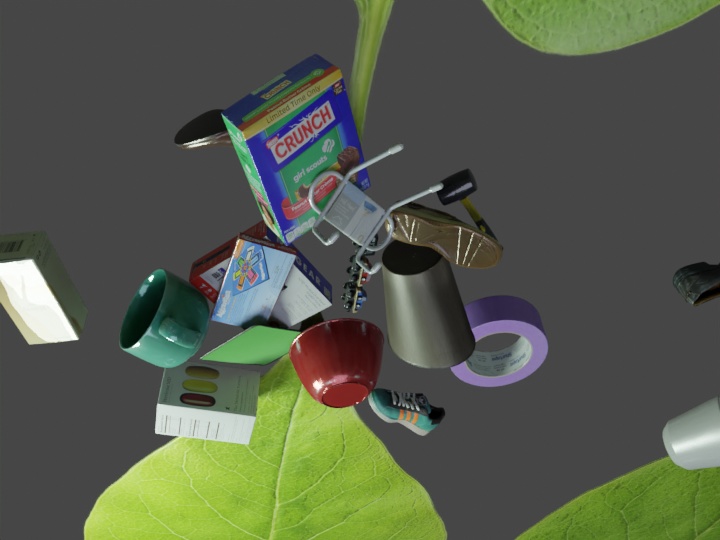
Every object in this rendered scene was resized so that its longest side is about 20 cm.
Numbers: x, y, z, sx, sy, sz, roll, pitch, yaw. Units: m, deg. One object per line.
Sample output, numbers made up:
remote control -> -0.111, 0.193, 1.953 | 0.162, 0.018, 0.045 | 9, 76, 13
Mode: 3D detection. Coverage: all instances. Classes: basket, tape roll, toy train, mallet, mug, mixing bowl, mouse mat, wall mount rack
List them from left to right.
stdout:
mug -> -0.333, 0.101, 1.157 | 0.113, 0.187, 0.152 | 33, 115, -34
mouse mat -> -0.190, 0.145, 1.268 | 0.159, 0.008, 0.198 | -30, 157, 25
mixing bowl -> -0.039, 0.197, 1.294 | 0.194, 0.111, 0.203 | -8, 143, -6
toy train -> 0.000, 0.000, 1.188 | 0.044, 0.035, 0.203 | -3, 134, -18
wall mount rack -> 0.023, -0.095, 0.973 | 0.176, 0.074, 0.199 | -54, 138, 3
basket -> 0.110, 0.049, 1.168 | 0.177, 0.136, 0.204 | 17, 138, 35
mallet -> 0.202, -0.095, 1.108 | 0.065, 0.042, 0.199 | -29, 132, 27
tape roll -> 0.268, 0.143, 1.314 | 0.193, 0.067, 0.204 | -2, 133, -2
mug -> 0.800, 0.396, 1.532 | 0.152, 0.152, 0.186 | -31, 122, 34

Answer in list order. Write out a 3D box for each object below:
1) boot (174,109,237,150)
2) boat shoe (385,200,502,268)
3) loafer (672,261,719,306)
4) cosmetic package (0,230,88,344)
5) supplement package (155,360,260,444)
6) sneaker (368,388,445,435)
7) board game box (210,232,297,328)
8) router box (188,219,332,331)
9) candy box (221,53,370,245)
boot -> -0.164, -0.153, 1.015 | 0.181, 0.065, 0.203 | -13, 137, 6
boat shoe -> 0.139, -0.067, 1.080 | 0.194, 0.073, 0.074 | 17, 129, 7
loafer -> 0.683, 0.016, 1.210 | 0.195, 0.073, 0.073 | -20, 131, 15
cosmetic package -> -0.568, 0.034, 1.159 | 0.102, 0.072, 0.203 | -6, 133, 3
supplement package -> -0.314, 0.272, 1.368 | 0.194, 0.116, 0.111 | 10, 134, -13
sneaker -> 0.104, 0.294, 1.448 | 0.198, 0.072, 0.080 | 30, 121, -34
board game box -> -0.187, 0.026, 1.140 | 0.100, 0.020, 0.202 | 14, 131, -18
router box -> -0.175, 0.023, 1.186 | 0.176, 0.050, 0.200 | -27, 129, 21
candy box -> -0.084, -0.169, 0.940 | 0.168, 0.077, 0.203 | -36, 135, -18
